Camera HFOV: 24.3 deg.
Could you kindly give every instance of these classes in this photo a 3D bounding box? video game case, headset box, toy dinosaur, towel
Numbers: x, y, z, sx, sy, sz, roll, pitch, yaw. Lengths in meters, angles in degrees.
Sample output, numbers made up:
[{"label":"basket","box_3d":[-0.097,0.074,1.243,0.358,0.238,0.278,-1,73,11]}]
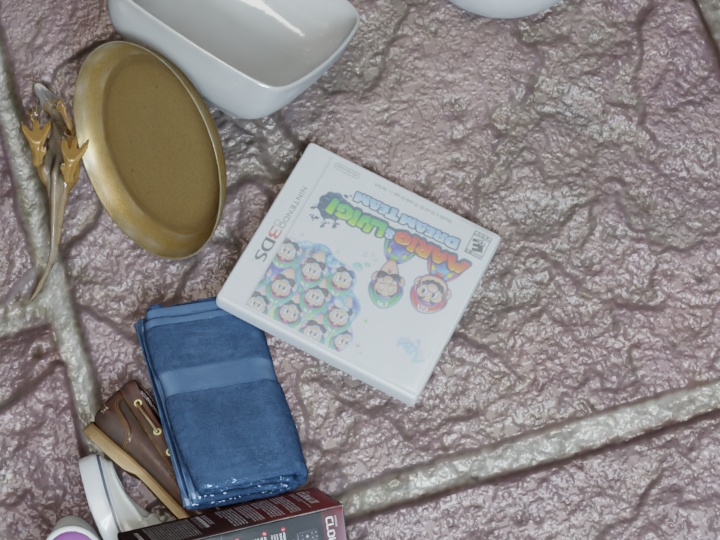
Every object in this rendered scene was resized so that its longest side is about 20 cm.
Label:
[{"label":"video game case","box_3d":[0.000,0.000,1.499,0.199,0.024,0.183,27,65,7]},{"label":"headset box","box_3d":[-0.088,0.273,1.383,0.199,0.075,0.150,-11,99,-19]},{"label":"toy dinosaur","box_3d":[-0.273,-0.085,1.517,0.060,0.106,0.201,0,70,-5]},{"label":"towel","box_3d":[-0.121,0.111,1.447,0.111,0.049,0.201,-7,51,-19]}]

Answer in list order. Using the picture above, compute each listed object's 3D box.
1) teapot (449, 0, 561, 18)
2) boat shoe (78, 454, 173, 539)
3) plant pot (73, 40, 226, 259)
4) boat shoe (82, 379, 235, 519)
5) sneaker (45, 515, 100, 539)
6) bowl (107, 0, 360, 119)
[{"label":"teapot","box_3d":[0.132,-0.336,1.536,0.196,0.146,0.201,23,79,7]},{"label":"boat shoe","box_3d":[-0.178,0.242,1.439,0.065,0.072,0.201,-26,79,-7]},{"label":"plant pot","box_3d":[-0.182,-0.108,1.480,0.027,0.200,0.200,-27,74,-40]},{"label":"boat shoe","box_3d":[-0.150,0.178,1.453,0.200,0.070,0.070,43,82,8]},{"label":"sneaker","box_3d":[-0.225,0.303,1.428,0.074,0.100,0.201,-9,99,-9]},{"label":"bowl","box_3d":[-0.118,-0.220,1.516,0.199,0.075,0.200,33,40,7]}]
